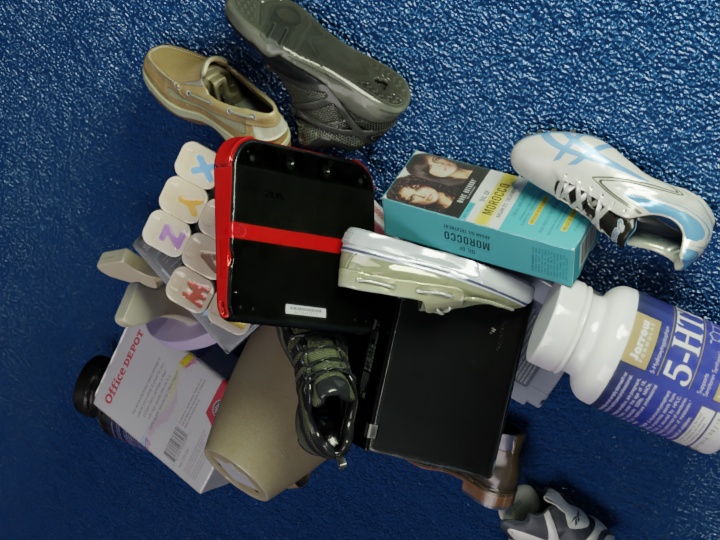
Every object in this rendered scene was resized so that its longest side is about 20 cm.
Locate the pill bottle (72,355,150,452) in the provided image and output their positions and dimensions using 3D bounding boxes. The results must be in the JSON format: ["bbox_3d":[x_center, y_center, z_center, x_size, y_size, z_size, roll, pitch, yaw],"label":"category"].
[{"bbox_3d":[-0.286,0.187,1.856,0.199,0.112,0.112,18,140,19],"label":"pill bottle"}]

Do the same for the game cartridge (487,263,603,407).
[{"bbox_3d":[0.169,0.058,1.443,0.133,0.042,0.201,34,143,8],"label":"game cartridge"}]

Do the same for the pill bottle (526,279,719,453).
[{"bbox_3d":[0.267,0.084,1.305,0.199,0.120,0.120,22,142,-1],"label":"pill bottle"}]

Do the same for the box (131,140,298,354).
[{"bbox_3d":[-0.117,-0.035,1.437,0.200,0.051,0.158,-42,91,13],"label":"box"}]

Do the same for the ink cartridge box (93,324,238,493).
[{"bbox_3d":[-0.220,0.159,1.717,0.200,0.085,0.148,37,110,22],"label":"ink cartridge box"}]

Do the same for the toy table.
[{"bbox_3d":[-0.209,0.010,1.572,0.199,0.185,0.117,-21,134,34],"label":"toy table"}]

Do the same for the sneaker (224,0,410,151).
[{"bbox_3d":[-0.058,-0.185,1.320,0.199,0.076,0.114,33,136,-6],"label":"sneaker"}]

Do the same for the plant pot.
[{"bbox_3d":[-0.084,0.159,1.569,0.187,0.200,0.188,31,157,15],"label":"plant pot"}]

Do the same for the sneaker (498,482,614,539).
[{"bbox_3d":[0.201,0.317,1.663,0.130,0.080,0.199,48,146,-8],"label":"sneaker"}]

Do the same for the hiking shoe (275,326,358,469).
[{"bbox_3d":[-0.033,0.095,1.366,0.101,0.075,0.202,-165,64,-69],"label":"hiking shoe"}]

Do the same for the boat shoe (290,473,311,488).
[{"bbox_3d":[-0.077,0.218,1.769,0.065,0.072,0.201,19,134,21],"label":"boat shoe"}]

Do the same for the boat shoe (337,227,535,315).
[{"bbox_3d":[0.072,0.011,1.343,0.198,0.063,0.072,16,-178,-5],"label":"boat shoe"}]

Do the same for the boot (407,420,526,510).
[{"bbox_3d":[0.112,0.194,1.624,0.199,0.075,0.098,28,117,27],"label":"boot"}]

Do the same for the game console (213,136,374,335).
[{"bbox_3d":[-0.061,-0.032,1.319,0.199,0.179,0.031,8,170,-44],"label":"game console"}]

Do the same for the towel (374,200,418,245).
[{"bbox_3d":[0.000,0.000,1.516,0.146,0.030,0.200,45,139,-13],"label":"towel"}]

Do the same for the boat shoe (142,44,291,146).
[{"bbox_3d":[-0.146,-0.187,1.368,0.199,0.072,0.076,32,149,26],"label":"boat shoe"}]

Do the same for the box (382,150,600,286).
[{"bbox_3d":[0.127,-0.053,1.318,0.199,0.082,0.049,16,137,22],"label":"box"}]

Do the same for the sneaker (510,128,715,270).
[{"bbox_3d":[0.224,-0.067,1.240,0.199,0.073,0.072,26,143,13],"label":"sneaker"}]

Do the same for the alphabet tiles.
[{"bbox_3d":[-0.119,-0.038,1.403,0.195,0.015,0.201,28,101,1],"label":"alphabet tiles"}]

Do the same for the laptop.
[{"bbox_3d":[0.057,0.096,1.436,0.115,0.189,0.200,11,-176,-33],"label":"laptop"}]
